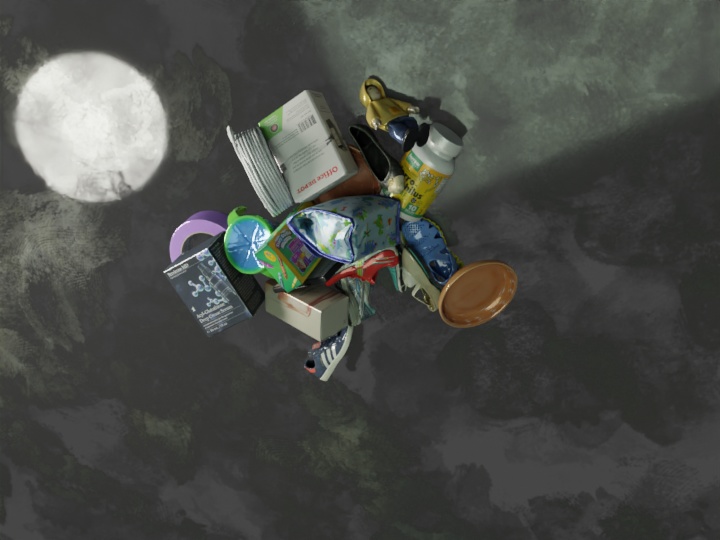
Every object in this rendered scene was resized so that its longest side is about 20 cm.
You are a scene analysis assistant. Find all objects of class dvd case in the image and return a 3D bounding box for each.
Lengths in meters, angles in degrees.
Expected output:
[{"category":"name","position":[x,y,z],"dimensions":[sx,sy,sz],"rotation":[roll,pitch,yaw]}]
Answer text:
[{"category":"dvd case","position":[-0.105,-0.006,1.616],"dimensions":[0.198,0.143,0.018],"rotation":[-13,116,46]}]

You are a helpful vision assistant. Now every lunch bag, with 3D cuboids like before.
[{"category":"lunch bag","position":[-0.037,-0.102,1.503],"dimensions":[0.198,0.169,0.130],"rotation":[21,119,36]}]

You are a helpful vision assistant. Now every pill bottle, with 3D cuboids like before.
[{"category":"pill bottle","position":[0.138,-0.217,1.512],"dimensions":[0.112,0.113,0.201],"rotation":[33,118,-4]}]

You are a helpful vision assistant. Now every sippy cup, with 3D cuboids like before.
[{"category":"sippy cup","position":[-0.238,-0.067,1.656],"dimensions":[0.137,0.130,0.181],"rotation":[-2,96,20]}]

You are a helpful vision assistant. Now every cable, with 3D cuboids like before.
[{"category":"cable","position":[-0.217,-0.222,1.555],"dimensions":[0.068,0.200,0.202],"rotation":[-27,66,-3]}]

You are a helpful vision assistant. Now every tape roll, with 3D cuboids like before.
[{"category":"tape roll","position":[-0.379,-0.046,1.748],"dimensions":[0.196,0.066,0.203],"rotation":[5,117,10]}]

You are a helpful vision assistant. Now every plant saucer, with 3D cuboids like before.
[{"category":"plant saucer","position":[0.269,0.049,1.607],"dimensions":[0.197,0.038,0.202],"rotation":[-13,134,-13]},{"category":"plant saucer","position":[-0.047,-0.201,1.611],"dimensions":[0.197,0.032,0.204],"rotation":[5,116,11]}]

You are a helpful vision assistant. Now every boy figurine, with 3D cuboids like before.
[{"category":"boy figurine","position":[0.067,-0.335,1.466],"dimensions":[0.201,0.123,0.065],"rotation":[52,150,31]}]

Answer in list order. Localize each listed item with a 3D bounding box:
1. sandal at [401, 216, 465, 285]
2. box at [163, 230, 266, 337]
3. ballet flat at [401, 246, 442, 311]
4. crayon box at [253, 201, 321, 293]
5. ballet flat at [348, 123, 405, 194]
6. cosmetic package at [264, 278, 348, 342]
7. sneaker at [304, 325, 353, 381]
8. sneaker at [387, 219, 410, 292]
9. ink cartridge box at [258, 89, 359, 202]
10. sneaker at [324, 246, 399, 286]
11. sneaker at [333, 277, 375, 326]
[{"category":"sandal","position":[0.170,-0.042,1.605],"dimensions":[0.200,0.087,0.079],"rotation":[46,119,-8]},{"category":"box","position":[-0.351,0.034,1.683],"dimensions":[0.147,0.107,0.202],"rotation":[-25,107,24]},{"category":"ballet flat","position":[0.138,0.028,1.620],"dimensions":[0.069,0.070,0.200],"rotation":[-24,130,22]},{"category":"crayon box","position":[-0.142,-0.060,1.576],"dimensions":[0.058,0.201,0.119],"rotation":[-29,108,42]},{"category":"ballet flat","position":[0.032,-0.240,1.503],"dimensions":[0.067,0.056,0.201],"rotation":[-50,59,30]},{"category":"cosmetic package","position":[-0.132,0.081,1.682],"dimensions":[0.198,0.103,0.089],"rotation":[24,125,34]},{"category":"sneaker","position":[-0.085,0.200,1.789],"dimensions":[0.084,0.075,0.201],"rotation":[27,119,-6]},{"category":"sneaker","position":[0.073,-0.045,1.647],"dimensions":[0.079,0.077,0.203],"rotation":[-6,110,37]},{"category":"ink cartridge box","position":[-0.114,-0.272,1.531],"dimensions":[0.144,0.084,0.202],"rotation":[-27,88,24]},{"category":"sneaker","position":[0.000,0.000,1.598],"dimensions":[0.198,0.077,0.086],"rotation":[-25,104,23]},{"category":"sneaker","position":[-0.018,0.030,1.703],"dimensions":[0.085,0.077,0.203],"rotation":[-17,98,-20]}]
